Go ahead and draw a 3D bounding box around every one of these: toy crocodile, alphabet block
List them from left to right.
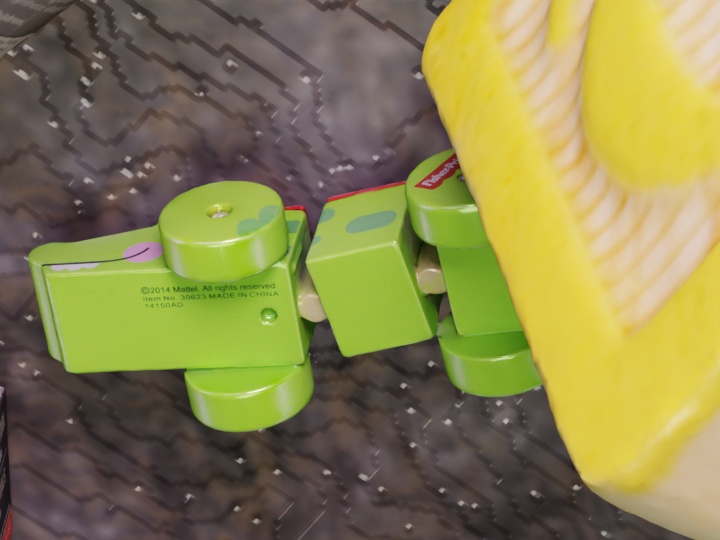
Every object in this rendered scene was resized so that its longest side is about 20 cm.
[{"bbox_3d":[0.000,0.000,0.847,0.200,0.062,0.068,-7,119,13],"label":"toy crocodile"},{"bbox_3d":[0.162,-0.035,0.713,0.200,0.195,0.196,24,117,-30],"label":"alphabet block"}]

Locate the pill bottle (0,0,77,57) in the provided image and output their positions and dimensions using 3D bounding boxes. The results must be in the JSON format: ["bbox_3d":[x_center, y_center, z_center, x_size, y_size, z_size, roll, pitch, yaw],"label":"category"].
[{"bbox_3d":[-0.077,-0.136,0.741,0.200,0.111,0.111,-33,112,20],"label":"pill bottle"}]

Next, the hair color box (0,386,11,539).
[{"bbox_3d":[-0.213,0.080,0.874,0.200,0.102,0.061,2,118,3],"label":"hair color box"}]
